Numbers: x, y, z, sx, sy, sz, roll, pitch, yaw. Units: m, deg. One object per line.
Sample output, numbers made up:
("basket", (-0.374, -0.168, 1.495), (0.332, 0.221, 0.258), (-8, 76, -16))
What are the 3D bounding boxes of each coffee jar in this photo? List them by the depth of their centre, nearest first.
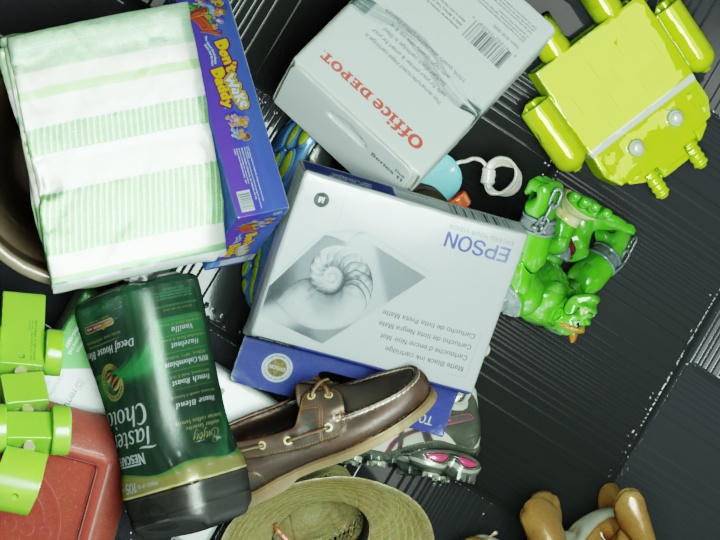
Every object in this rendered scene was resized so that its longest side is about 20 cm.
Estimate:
("coffee jar", (-0.155, 0.109, 1.605), (0.085, 0.104, 0.202), (-11, 83, -46))

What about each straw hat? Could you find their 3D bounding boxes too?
("straw hat", (-0.038, 0.217, 1.755), (0.199, 0.085, 0.202), (-4, 131, -5))

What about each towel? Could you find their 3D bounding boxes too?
("towel", (-0.188, -0.094, 1.571), (0.151, 0.023, 0.202), (-12, 94, -11))

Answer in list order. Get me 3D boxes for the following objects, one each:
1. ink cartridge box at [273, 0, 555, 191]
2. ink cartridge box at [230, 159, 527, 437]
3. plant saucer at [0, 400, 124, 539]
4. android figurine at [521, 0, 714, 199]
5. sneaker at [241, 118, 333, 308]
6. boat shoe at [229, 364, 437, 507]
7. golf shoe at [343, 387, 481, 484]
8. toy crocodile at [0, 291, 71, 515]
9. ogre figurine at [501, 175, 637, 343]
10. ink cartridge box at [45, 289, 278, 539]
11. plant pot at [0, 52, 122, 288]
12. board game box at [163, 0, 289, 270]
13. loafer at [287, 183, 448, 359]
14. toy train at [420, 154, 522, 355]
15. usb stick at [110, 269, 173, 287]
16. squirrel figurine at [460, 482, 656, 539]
("ink cartridge box", (0.044, -0.173, 1.713), (0.146, 0.083, 0.200), (43, 63, 2))
("ink cartridge box", (0.013, 0.031, 1.660), (0.198, 0.041, 0.202), (14, 107, -13))
("plant saucer", (-0.296, 0.198, 1.652), (0.198, 0.037, 0.202), (15, 106, -7))
("android figurine", (0.234, -0.160, 1.819), (0.181, 0.041, 0.201), (-35, 97, -8))
("sneaker", (-0.044, -0.056, 1.760), (0.082, 0.071, 0.202), (14, 92, -25))
("boat shoe", (-0.038, 0.124, 1.646), (0.199, 0.070, 0.071), (-27, 105, 6))
("golf shoe", (0.020, 0.131, 1.763), (0.199, 0.077, 0.089), (13, 82, -35))
("toy crocodile", (-0.267, 0.099, 1.605), (0.067, 0.062, 0.201), (2, 50, -16))
("ogre figurine", (0.172, -0.007, 1.752), (0.098, 0.200, 0.121), (27, 94, 9))
("ink cartridge box", (-0.186, 0.125, 1.720), (0.199, 0.083, 0.147), (30, 88, -12))
("plant pot", (-0.234, -0.091, 1.660), (0.198, 0.175, 0.202), (-1, 93, -11))
("board game box", (-0.121, -0.118, 1.658), (0.044, 0.134, 0.202), (-12, 77, -20))
("loafer", (0.000, 0.000, 1.706), (0.200, 0.071, 0.073), (-44, 105, -7))
("toy train", (0.060, -0.015, 1.787), (0.149, 0.056, 0.202), (18, 90, -17))
("usb stick", (-0.153, -0.067, 1.742), (0.055, 0.033, 0.201), (30, 82, -5))
("squirrel figurine", (0.172, 0.296, 1.785), (0.185, 0.142, 0.202), (-17, 94, -3))
